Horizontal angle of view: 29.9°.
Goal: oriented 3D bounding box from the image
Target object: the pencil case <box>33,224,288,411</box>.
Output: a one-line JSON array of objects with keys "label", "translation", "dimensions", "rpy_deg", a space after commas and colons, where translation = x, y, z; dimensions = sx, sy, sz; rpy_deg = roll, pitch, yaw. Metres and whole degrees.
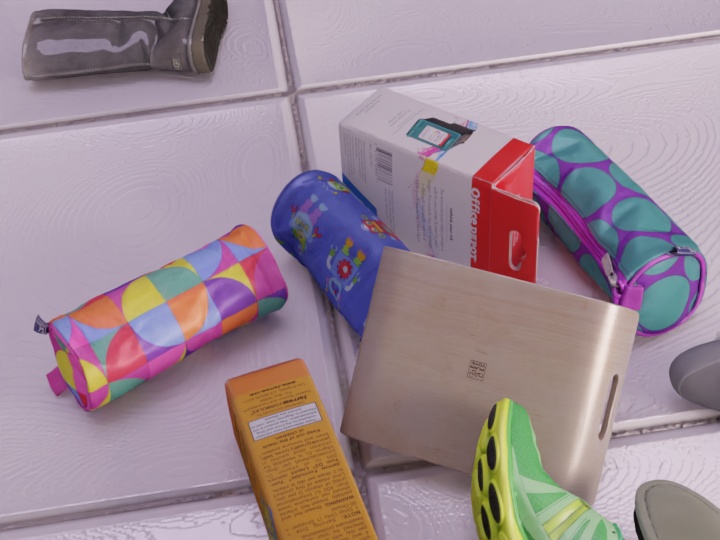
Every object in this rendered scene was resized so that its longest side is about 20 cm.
[{"label": "pencil case", "translation": [-0.157, 0.037, 1.081], "dimensions": [0.199, 0.089, 0.088], "rpy_deg": [-27, 47, -23]}]

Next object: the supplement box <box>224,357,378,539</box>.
[{"label": "supplement box", "translation": [-0.040, 0.157, 0.949], "dimensions": [0.068, 0.067, 0.200], "rpy_deg": [-16, 43, -12]}]

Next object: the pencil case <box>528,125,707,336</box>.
[{"label": "pencil case", "translation": [0.204, -0.038, 1.125], "dimensions": [0.092, 0.085, 0.200], "rpy_deg": [3, 34, -32]}]

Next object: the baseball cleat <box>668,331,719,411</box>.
[{"label": "baseball cleat", "translation": [0.325, 0.101, 0.975], "dimensions": [0.198, 0.070, 0.107], "rpy_deg": [3, 42, 9]}]

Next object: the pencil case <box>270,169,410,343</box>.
[{"label": "pencil case", "translation": [0.000, 0.000, 1.109], "dimensions": [0.078, 0.087, 0.200], "rpy_deg": [9, 28, -42]}]

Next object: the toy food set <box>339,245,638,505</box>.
[{"label": "toy food set", "translation": [0.091, 0.075, 0.989], "dimensions": [0.199, 0.060, 0.145], "rpy_deg": [14, 89, 17]}]

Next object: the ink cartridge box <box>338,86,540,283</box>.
[{"label": "ink cartridge box", "translation": [0.080, -0.063, 1.142], "dimensions": [0.199, 0.117, 0.067], "rpy_deg": [26, 50, 28]}]

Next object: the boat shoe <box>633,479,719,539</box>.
[{"label": "boat shoe", "translation": [0.230, 0.221, 0.857], "dimensions": [0.071, 0.061, 0.202], "rpy_deg": [-8, 41, -22]}]

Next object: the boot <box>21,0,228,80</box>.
[{"label": "boot", "translation": [-0.249, -0.265, 1.439], "dimensions": [0.198, 0.073, 0.182], "rpy_deg": [-4, 40, 11]}]

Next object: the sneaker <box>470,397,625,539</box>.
[{"label": "sneaker", "translation": [0.129, 0.180, 0.898], "dimensions": [0.083, 0.074, 0.201], "rpy_deg": [-7, 61, -19]}]
